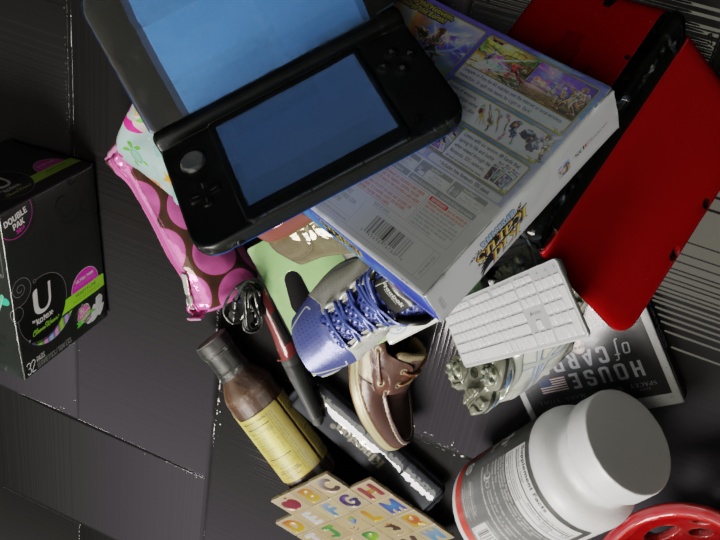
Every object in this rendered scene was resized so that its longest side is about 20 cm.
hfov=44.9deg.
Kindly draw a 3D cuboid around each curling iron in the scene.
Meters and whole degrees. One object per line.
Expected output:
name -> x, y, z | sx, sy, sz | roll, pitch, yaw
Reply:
curling iron -> -0.082, 0.087, 0.883 | 0.025, 0.049, 0.201 | 30, 154, 50

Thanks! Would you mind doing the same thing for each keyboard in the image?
keyboard -> 0.111, 0.038, 0.664 | 0.200, 0.011, 0.057 | 145, 109, -69

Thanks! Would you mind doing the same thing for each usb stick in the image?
usb stick -> 0.008, 0.189, 0.952 | 0.200, 0.033, 0.056 | 41, 127, 0

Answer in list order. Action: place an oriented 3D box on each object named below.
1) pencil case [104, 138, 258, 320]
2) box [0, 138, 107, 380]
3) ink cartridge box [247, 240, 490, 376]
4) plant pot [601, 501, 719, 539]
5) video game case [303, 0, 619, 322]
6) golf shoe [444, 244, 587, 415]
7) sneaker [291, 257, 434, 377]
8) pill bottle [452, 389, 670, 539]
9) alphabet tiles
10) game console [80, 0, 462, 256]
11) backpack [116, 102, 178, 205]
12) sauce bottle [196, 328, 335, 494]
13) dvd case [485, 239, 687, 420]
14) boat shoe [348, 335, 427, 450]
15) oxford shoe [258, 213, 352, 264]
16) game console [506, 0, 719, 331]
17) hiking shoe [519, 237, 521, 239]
pencil case -> -0.180, -0.053, 0.868 | 0.090, 0.094, 0.201 | -12, 110, 49
box -> -0.374, -0.015, 0.947 | 0.123, 0.149, 0.202 | 15, 122, 18
ink cartridge box -> 0.000, 0.000, 0.798 | 0.199, 0.048, 0.147 | -28, 91, 16
plant pot -> 0.320, 0.317, 0.757 | 0.181, 0.202, 0.200 | 23, 135, -36
video game case -> 0.044, -0.090, 0.610 | 0.200, 0.181, 0.045 | 39, 173, 35
golf shoe -> 0.154, 0.042, 0.748 | 0.079, 0.096, 0.201 | 62, 139, 29
sneaker -> 0.016, 0.016, 0.711 | 0.199, 0.115, 0.081 | -34, 88, 18
pill bottle -> 0.181, 0.194, 0.804 | 0.116, 0.116, 0.200 | 41, 137, -1
alphabet tiles -> 0.003, 0.292, 0.986 | 0.200, 0.006, 0.166 | 39, 131, -23
game console -> -0.060, -0.139, 0.572 | 0.199, 0.171, 0.119 | -28, 142, 1
backpack -> -0.107, -0.149, 0.731 | 0.150, 0.178, 0.200 | 40, 118, 1
sauce bottle -> -0.107, 0.154, 0.969 | 0.064, 0.065, 0.201 | -28, 101, 34
dvd case -> 0.191, 0.046, 0.794 | 0.149, 0.025, 0.201 | -17, 108, 32
boat shoe -> 0.031, 0.089, 0.866 | 0.071, 0.072, 0.202 | -5, 108, 27
oxford shoe -> 0.004, -0.060, 0.727 | 0.199, 0.071, 0.075 | -17, 135, 31
game console -> 0.168, -0.089, 0.655 | 0.172, 0.201, 0.119 | 29, 166, 34
hiking shoe -> 0.105, -0.129, 0.720 | 0.100, 0.076, 0.200 | -38, 100, 19
